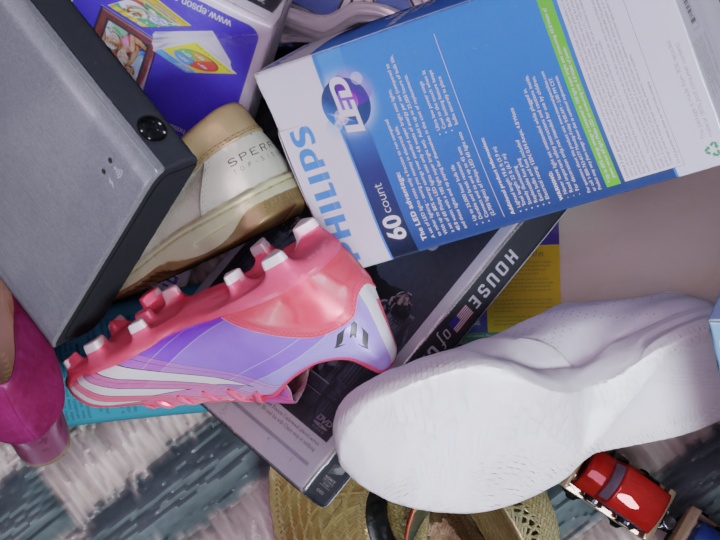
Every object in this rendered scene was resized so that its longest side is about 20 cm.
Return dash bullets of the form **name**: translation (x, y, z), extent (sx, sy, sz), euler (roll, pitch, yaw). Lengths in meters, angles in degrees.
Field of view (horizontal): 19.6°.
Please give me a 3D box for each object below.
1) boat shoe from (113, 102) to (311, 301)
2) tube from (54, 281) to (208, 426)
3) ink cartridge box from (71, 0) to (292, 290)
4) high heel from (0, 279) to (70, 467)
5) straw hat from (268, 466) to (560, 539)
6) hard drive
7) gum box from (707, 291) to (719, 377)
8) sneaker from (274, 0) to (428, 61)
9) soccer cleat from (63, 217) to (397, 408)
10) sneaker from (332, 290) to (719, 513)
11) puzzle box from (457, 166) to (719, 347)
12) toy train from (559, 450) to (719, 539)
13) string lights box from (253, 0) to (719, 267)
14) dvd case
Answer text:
- **boat shoe**: translation (-0.102, -0.029, 1.020), extent (0.200, 0.074, 0.067), euler (-23, 92, 45)
- **tube**: translation (-0.130, 0.048, 1.083), extent (0.199, 0.050, 0.078), euler (-9, 99, 1)
- **ink cartridge box**: translation (-0.147, -0.102, 1.052), extent (0.198, 0.043, 0.200), euler (27, 133, 4)
- **high heel**: translation (-0.199, 0.000, 1.031), extent (0.067, 0.096, 0.200), euler (-32, 67, -11)
- **straw hat**: translation (0.050, 0.135, 1.040), extent (0.085, 0.201, 0.202), euler (-24, 87, -37)
- **hard drive**: translation (-0.170, -0.082, 0.982), extent (0.200, 0.033, 0.140), euler (51, 136, 14)
- **gum box**: translation (0.215, 0.055, 0.949), extent (0.044, 0.170, 0.200), euler (1, 125, 27)
- **sneaker**: translation (-0.009, -0.147, 1.054), extent (0.199, 0.076, 0.077), euler (-1, 89, 7)
- **soccer cleat**: translation (-0.067, 0.040, 0.978), extent (0.200, 0.067, 0.077), euler (-25, 103, 42)
- **sneaker**: translation (0.076, 0.051, 0.954), extent (0.199, 0.089, 0.075), euler (-11, 116, -15)
- **puzzle box**: translation (0.120, -0.014, 1.033), extent (0.199, 0.025, 0.134), euler (-2, 90, 27)
- **toy train**: translation (0.131, 0.109, 1.037), extent (0.200, 0.046, 0.034), euler (35, 79, -10)
- **string lights box**: translation (0.063, -0.075, 0.921), extent (0.199, 0.059, 0.103), euler (-15, 103, 29)
- **dvd case**: translation (0.000, 0.000, 1.015), extent (0.200, 0.025, 0.150), euler (-51, 43, -4)
